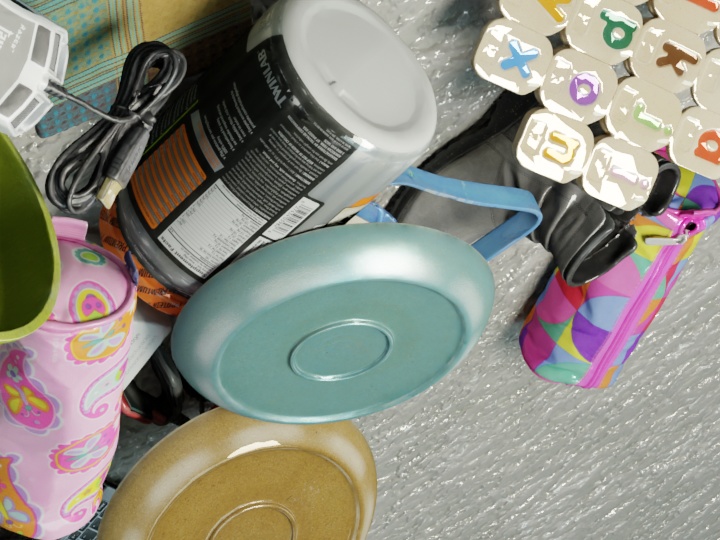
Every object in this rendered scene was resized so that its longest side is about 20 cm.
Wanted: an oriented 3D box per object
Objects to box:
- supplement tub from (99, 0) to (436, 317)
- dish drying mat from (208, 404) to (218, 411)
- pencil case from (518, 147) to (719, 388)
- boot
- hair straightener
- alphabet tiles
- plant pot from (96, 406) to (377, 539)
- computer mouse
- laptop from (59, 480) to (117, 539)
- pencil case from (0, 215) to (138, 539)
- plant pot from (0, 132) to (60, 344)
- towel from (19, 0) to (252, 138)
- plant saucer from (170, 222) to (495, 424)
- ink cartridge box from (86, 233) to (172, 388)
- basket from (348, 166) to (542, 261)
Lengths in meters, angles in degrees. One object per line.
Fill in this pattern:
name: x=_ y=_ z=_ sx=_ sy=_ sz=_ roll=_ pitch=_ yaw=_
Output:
supplement tub: x=-0.059 y=-0.064 z=1.611 sx=0.122 sy=0.123 sz=0.200 roll=4 pitch=145 yaw=-45
dish drying mat: x=-0.031 y=0.086 z=1.922 sx=0.200 sy=0.018 sz=0.077 roll=-18 pitch=149 yaw=-40
pencil case: x=0.187 y=0.000 z=1.977 sx=0.088 sy=0.088 sz=0.200 roll=-8 pitch=140 yaw=-36
boot: x=0.108 y=-0.035 z=1.811 sx=0.200 sy=0.132 sz=0.070 roll=-48 pitch=147 yaw=22
hair straightener: x=-0.114 y=0.078 z=1.806 sx=0.077 sy=0.041 sz=0.200 roll=-30 pitch=164 yaw=0
alphabet tiles: x=0.170 y=-0.144 z=1.720 sx=0.195 sy=0.015 sz=0.200 roll=21 pitch=93 yaw=-21
plant pot: x=-0.075 y=0.171 z=1.777 sx=0.200 sy=0.027 sz=0.200 roll=-15 pitch=128 yaw=-20
computer mouse: x=-0.195 y=-0.115 z=1.472 sx=0.200 sy=0.044 sz=0.110 roll=31 pitch=82 yaw=-31
laptop: x=-0.205 y=0.253 z=1.912 sx=0.200 sy=0.116 sz=0.187 roll=29 pitch=113 yaw=-34
pencil case: x=-0.178 y=0.065 z=1.575 sx=0.087 sy=0.087 sz=0.200 roll=-16 pitch=141 yaw=-26
plant pot: x=-0.297 y=0.001 z=1.458 sx=0.193 sy=0.201 sz=0.200 roll=-36 pitch=150 yaw=25
towel: x=-0.128 y=-0.165 z=1.530 sx=0.146 sy=0.022 sz=0.200 roll=-23 pitch=148 yaw=-15
plant saucer: x=-0.013 y=0.040 z=1.647 sx=0.200 sy=0.027 sz=0.200 roll=-10 pitch=148 yaw=-7
ink cartridge box: x=-0.238 y=0.046 z=1.649 sx=0.200 sy=0.086 sz=0.147 roll=8 pitch=129 yaw=-49
basket: x=0.000 y=0.000 z=1.751 sx=0.200 sy=0.139 sz=0.176 roll=-41 pitch=148 yaw=29
